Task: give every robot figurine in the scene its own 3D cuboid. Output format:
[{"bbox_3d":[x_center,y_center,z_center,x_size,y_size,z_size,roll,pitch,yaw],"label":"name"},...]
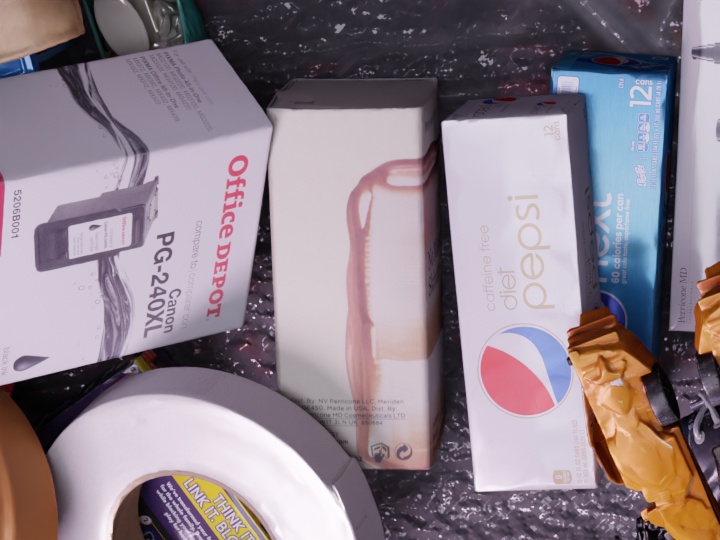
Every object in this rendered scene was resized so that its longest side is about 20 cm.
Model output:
[{"bbox_3d":[0.188,0.100,1.241,0.145,0.058,0.200,-20,112,14],"label":"robot figurine"}]

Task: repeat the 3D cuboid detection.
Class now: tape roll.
[{"bbox_3d":[-0.083,0.148,1.337,0.202,0.037,0.203,9,116,19],"label":"tape roll"}]

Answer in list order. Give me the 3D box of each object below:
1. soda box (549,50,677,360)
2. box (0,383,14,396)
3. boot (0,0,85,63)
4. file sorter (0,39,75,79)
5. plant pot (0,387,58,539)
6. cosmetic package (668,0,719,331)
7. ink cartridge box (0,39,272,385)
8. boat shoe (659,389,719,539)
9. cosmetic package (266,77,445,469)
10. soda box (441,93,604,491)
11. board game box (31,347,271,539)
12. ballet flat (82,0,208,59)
[{"bbox_3d":[0.133,-0.015,1.330,0.064,0.068,0.201,5,104,10],"label":"soda box"},{"bbox_3d":[-0.240,0.072,1.387,0.075,0.050,0.201,13,88,24],"label":"box"},{"bbox_3d":[-0.251,-0.187,1.229,0.175,0.066,0.201,-15,102,13],"label":"boot"},{"bbox_3d":[-0.251,-0.193,1.323,0.138,0.123,0.201,-12,102,11],"label":"file sorter"},{"bbox_3d":[-0.279,0.138,1.292,0.199,0.140,0.201,-3,83,23],"label":"plant pot"},{"bbox_3d":[0.210,-0.067,1.314,0.082,0.051,0.201,3,104,10],"label":"cosmetic package"},{"bbox_3d":[-0.154,-0.027,1.289,0.199,0.083,0.146,-13,135,-26],"label":"ink cartridge box"},{"bbox_3d":[0.205,0.091,1.323,0.068,0.072,0.200,17,132,5],"label":"boat shoe"},{"bbox_3d":[0.000,0.000,1.339,0.087,0.103,0.201,0,105,8],"label":"cosmetic package"},{"bbox_3d":[0.089,0.012,1.277,0.068,0.064,0.201,-3,103,15],"label":"soda box"},{"bbox_3d":[-0.129,0.168,1.425,0.165,0.057,0.200,-34,95,14],"label":"board game box"},{"bbox_3d":[-0.133,-0.182,1.333,0.067,0.070,0.201,-19,99,14],"label":"ballet flat"}]
